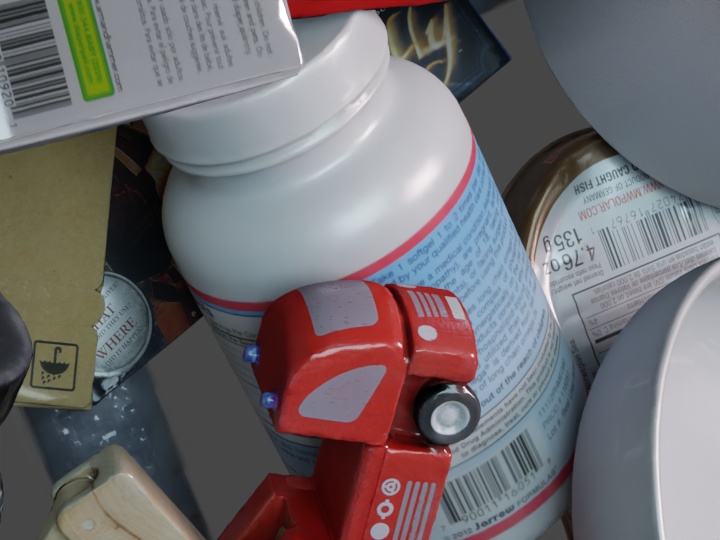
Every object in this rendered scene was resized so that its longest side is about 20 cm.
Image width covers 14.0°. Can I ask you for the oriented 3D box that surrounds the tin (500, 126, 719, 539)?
[{"bbox_3d":[0.117,0.043,1.095,0.112,0.042,0.201,-22,95,-13],"label":"tin"}]

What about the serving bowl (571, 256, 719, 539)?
[{"bbox_3d":[0.132,0.095,1.018,0.200,0.066,0.201,20,63,-47],"label":"serving bowl"}]

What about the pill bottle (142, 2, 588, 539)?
[{"bbox_3d":[0.000,0.000,0.985,0.109,0.109,0.200,-36,124,-15],"label":"pill bottle"}]

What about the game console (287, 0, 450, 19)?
[{"bbox_3d":[-0.011,-0.159,0.971,0.176,0.031,0.200,-8,47,-26],"label":"game console"}]

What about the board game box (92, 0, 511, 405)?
[{"bbox_3d":[-0.063,-0.067,1.041,0.200,0.035,0.136,-40,100,-15],"label":"board game box"}]

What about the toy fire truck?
[{"bbox_3d":[-0.051,0.091,0.928,0.140,0.049,0.201,6,116,-18],"label":"toy fire truck"}]

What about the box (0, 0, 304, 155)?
[{"bbox_3d":[-0.113,-0.090,0.871,0.101,0.200,0.113,-16,94,-25],"label":"box"}]

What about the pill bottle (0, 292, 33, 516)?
[{"bbox_3d":[-0.179,0.091,0.917,0.111,0.112,0.201,21,113,-16],"label":"pill bottle"}]

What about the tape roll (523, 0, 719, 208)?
[{"bbox_3d":[0.171,-0.131,1.044,0.202,0.139,0.204,5,76,-22],"label":"tape roll"}]

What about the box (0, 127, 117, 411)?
[{"bbox_3d":[-0.176,-0.043,0.963,0.199,0.021,0.164,6,87,-23],"label":"box"}]
